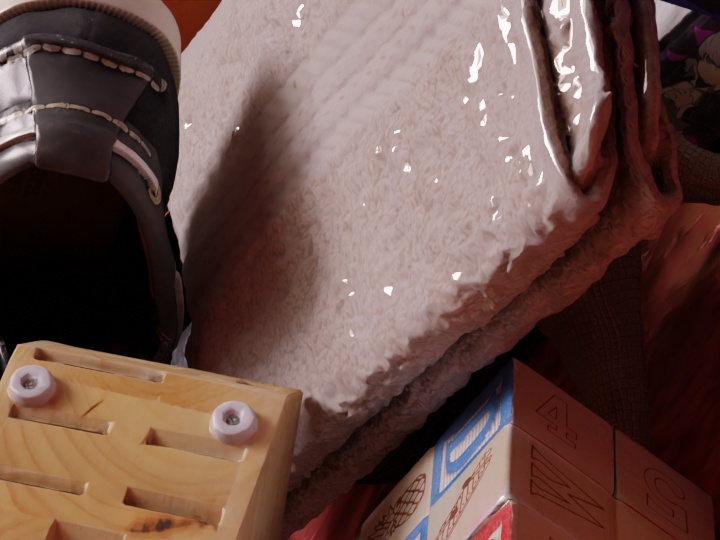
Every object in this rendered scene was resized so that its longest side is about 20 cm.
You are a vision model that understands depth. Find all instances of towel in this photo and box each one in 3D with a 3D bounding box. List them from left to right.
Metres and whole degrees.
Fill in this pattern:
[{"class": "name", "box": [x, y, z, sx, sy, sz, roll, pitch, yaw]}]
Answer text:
[{"class": "towel", "box": [0.003, -0.028, 0.608, 0.200, 0.034, 0.133, -46, 43, 51]}]

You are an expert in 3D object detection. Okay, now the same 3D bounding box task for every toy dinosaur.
[{"class": "toy dinosaur", "box": [0.056, -0.019, 0.667, 0.101, 0.201, 0.058, -28, -26, 5]}]

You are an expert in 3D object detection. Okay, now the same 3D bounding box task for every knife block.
[{"class": "knife block", "box": [-0.066, 0.142, 0.587, 0.176, 0.064, 0.201, 89, -165, -49]}]

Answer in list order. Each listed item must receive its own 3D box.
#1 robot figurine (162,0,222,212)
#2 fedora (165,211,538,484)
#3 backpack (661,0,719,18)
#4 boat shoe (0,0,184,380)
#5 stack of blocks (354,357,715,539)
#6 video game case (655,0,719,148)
[{"class": "robot figurine", "box": [-0.088, -0.071, 0.814, 0.200, 0.117, 0.144, -46, -7, 35]}, {"class": "fedora", "box": [0.000, 0.000, 0.792, 0.201, 0.091, 0.201, -51, 14, 18]}, {"class": "backpack", "box": [0.092, -0.131, 0.489, 0.162, 0.199, 0.169, -15, 59, 60]}, {"class": "boat shoe", "box": [-0.081, 0.024, 0.665, 0.068, 0.071, 0.201, -102, 18, -44]}, {"class": "stack of blocks", "box": [0.015, 0.118, 0.516, 0.115, 0.058, 0.200, -49, 14, 24]}, {"class": "video game case", "box": [0.149, -0.146, 0.729, 0.181, 0.036, 0.201, -43, 18, 45]}]
